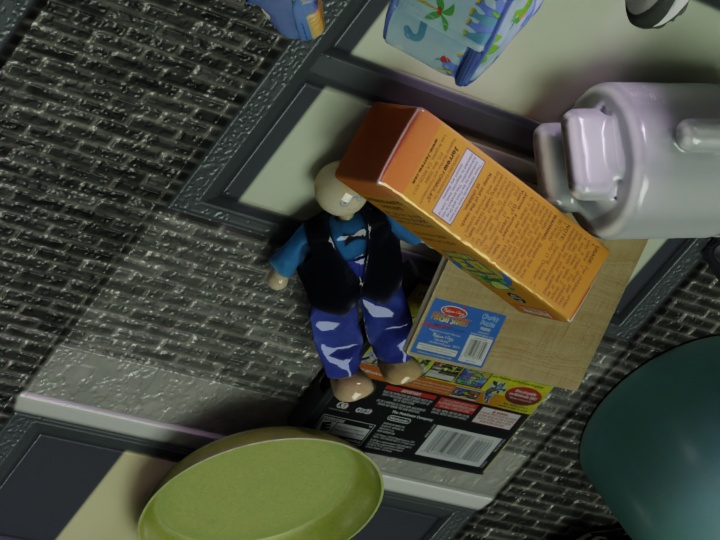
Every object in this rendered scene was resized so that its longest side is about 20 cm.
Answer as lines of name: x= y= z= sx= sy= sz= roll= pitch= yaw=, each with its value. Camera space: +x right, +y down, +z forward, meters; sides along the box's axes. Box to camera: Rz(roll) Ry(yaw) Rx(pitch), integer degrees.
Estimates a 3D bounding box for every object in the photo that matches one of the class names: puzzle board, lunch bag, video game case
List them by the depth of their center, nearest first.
lunch bag: x=0.097 y=-0.227 z=1.523 sx=0.082 sy=0.161 sz=0.200 roll=30 pitch=126 yaw=4
puzzle board: x=0.128 y=0.008 z=1.847 sx=0.199 sy=0.017 sz=0.151 roll=13 pitch=106 yaw=-44
video game case: x=0.068 y=0.079 z=1.926 sx=0.199 sy=0.026 sz=0.181 roll=14 pitch=125 yaw=-37

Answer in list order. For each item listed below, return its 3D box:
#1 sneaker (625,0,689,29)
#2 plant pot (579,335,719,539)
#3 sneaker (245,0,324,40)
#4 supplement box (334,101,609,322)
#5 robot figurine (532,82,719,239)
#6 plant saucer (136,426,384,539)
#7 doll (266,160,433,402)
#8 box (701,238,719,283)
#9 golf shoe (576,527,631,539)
sneaker: x=0.195 y=-0.252 z=1.618 sx=0.079 sy=0.074 sz=0.201 roll=-3 pitch=129 yaw=-13
plant pot: x=0.307 y=0.182 z=2.059 sx=0.200 sy=0.161 sz=0.201 roll=-15 pitch=139 yaw=-13
sneaker: x=-0.088 y=-0.213 z=1.507 sx=0.088 sy=0.075 sz=0.200 roll=-21 pitch=134 yaw=11
supplement box: x=0.081 y=-0.040 z=1.721 sx=0.200 sy=0.066 sz=0.069 roll=33 pitch=79 yaw=-29
robot figurine: x=0.225 y=-0.080 z=1.772 sx=0.199 sy=0.114 sz=0.169 roll=-1 pitch=173 yaw=-28
plant saucer: x=-0.081 y=0.179 z=1.927 sx=0.199 sy=0.031 sz=0.200 roll=-11 pitch=143 yaw=-8
doll: x=0.000 y=0.000 z=1.778 sx=0.136 sy=0.049 sz=0.201 roll=-18 pitch=129 yaw=-7
box: x=0.398 y=-0.033 z=1.971 sx=0.199 sy=0.044 sz=0.160 roll=15 pitch=125 yaw=-38
golf shoe: x=0.186 y=0.270 z=2.162 sx=0.199 sy=0.073 sz=0.092 roll=-19 pitch=134 yaw=-25
